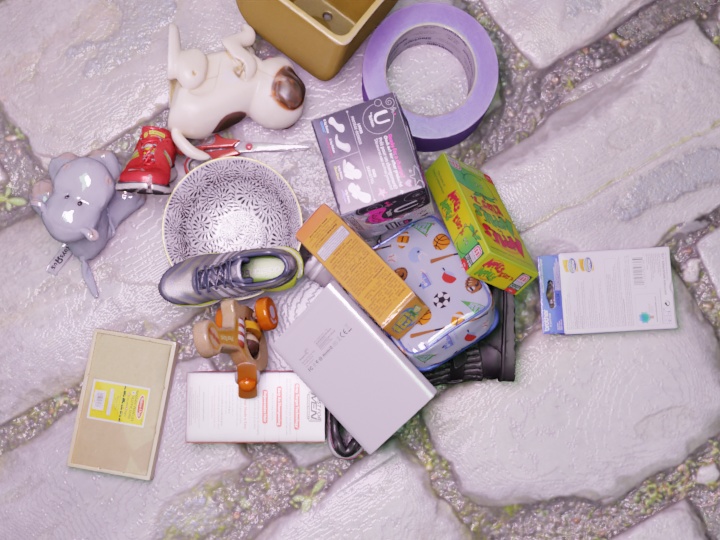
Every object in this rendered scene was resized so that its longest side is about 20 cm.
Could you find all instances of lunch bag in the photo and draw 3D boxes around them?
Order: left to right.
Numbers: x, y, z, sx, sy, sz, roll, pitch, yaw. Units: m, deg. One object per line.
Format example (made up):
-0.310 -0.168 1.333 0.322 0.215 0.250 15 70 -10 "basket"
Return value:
0.085 0.029 1.237 0.159 0.076 0.201 -34 55 3 "lunch bag"

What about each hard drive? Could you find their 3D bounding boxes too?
-0.011 0.131 1.200 0.200 0.026 0.132 46 113 5 "hard drive"

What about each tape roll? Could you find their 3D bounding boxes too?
0.100 -0.283 1.322 0.197 0.085 0.203 0 85 0 "tape roll"

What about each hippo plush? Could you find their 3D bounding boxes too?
-0.412 -0.092 1.262 0.158 0.161 0.202 28 85 2 "hippo plush"

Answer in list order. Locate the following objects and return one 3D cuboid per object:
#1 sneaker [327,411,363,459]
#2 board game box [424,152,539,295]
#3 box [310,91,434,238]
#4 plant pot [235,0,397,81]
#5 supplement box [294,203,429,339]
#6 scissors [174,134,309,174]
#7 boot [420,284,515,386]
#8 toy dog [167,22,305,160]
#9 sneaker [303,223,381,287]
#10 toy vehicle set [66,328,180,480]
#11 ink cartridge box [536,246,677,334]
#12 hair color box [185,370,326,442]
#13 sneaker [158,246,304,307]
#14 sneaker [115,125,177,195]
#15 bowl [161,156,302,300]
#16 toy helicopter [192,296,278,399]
-0.007 0.170 1.277 0.079 0.086 0.203 1 84 -2 "sneaker"
0.165 -0.067 1.242 0.048 0.101 0.201 -46 42 28 "board game box"
0.024 -0.129 1.170 0.114 0.200 0.134 -19 81 7 "box"
-0.057 -0.384 1.264 0.193 0.200 0.196 36 70 3 "plant pot"
0.000 0.000 1.199 0.069 0.067 0.200 -47 59 1 "supplement box"
-0.180 -0.191 1.346 0.198 0.014 0.074 -14 83 0 "scissors"
0.142 0.064 1.291 0.156 0.079 0.214 0 82 2 "boot"
-0.176 -0.258 1.287 0.197 0.140 0.196 -1 66 -11 "toy dog"
0.002 -0.050 1.316 0.082 0.075 0.200 43 91 -12 "sneaker"
-0.343 0.193 1.302 0.123 0.027 0.203 11 85 1 "toy vehicle set"
0.357 0.031 1.315 0.197 0.042 0.121 -3 85 -3 "ink cartridge box"
-0.147 0.194 1.286 0.197 0.061 0.103 0 84 1 "hair color box"
-0.176 0.002 1.201 0.198 0.081 0.075 -13 85 -1 "sneaker"
-0.295 -0.157 1.247 0.076 0.200 0.086 4 109 -9 "sneaker"
-0.179 -0.054 1.293 0.198 0.094 0.204 0 84 0 "bowl"
-0.169 0.103 1.183 0.078 0.200 0.134 -13 81 14 "toy helicopter"
